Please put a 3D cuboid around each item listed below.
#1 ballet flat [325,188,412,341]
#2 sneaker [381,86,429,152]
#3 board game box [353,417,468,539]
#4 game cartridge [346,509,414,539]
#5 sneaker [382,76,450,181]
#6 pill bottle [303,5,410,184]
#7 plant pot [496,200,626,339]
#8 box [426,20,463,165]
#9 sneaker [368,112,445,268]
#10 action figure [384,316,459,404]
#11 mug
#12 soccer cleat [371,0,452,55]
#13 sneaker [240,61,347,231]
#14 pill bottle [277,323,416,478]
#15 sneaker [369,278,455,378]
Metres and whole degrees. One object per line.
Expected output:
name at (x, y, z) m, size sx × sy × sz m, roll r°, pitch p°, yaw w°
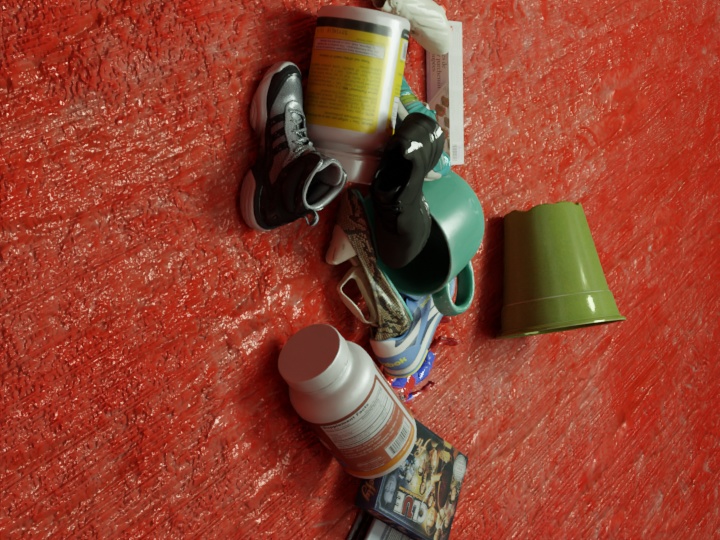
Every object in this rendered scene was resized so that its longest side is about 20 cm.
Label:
ballet flat at (0.000, 0.000, 1.594) m, size 0.075 × 0.068 × 0.201 m, roll -26°, pitch 105°, yaw -13°
sneaker at (0.088, -0.165, 1.703) m, size 0.200 × 0.074 × 0.100 m, roll 52°, pitch 53°, yaw -44°
board game box at (0.072, 0.281, 1.690) m, size 0.200 × 0.034 × 0.136 m, roll 40°, pitch 61°, yaw -49°
game cartridge at (0.041, 0.356, 1.711) m, size 0.201 × 0.041 × 0.134 m, roll -62°, pitch 142°, yaw -32°
sneaker at (0.052, -0.195, 1.595) m, size 0.079 × 0.077 × 0.201 m, roll -2°, pitch 61°, yaw -41°
pill bottle at (-0.010, -0.209, 1.518) m, size 0.114 × 0.114 × 0.202 m, roll 2°, pitch 98°, yaw -55°
plant pot at (0.292, -0.002, 1.942) m, size 0.200 × 0.199 × 0.191 m, roll 1°, pitch 79°, yaw -55°
box at (0.118, -0.247, 1.773) m, size 0.041 × 0.038 × 0.202 m, roll -12°, pitch 103°, yaw -56°
sneaker at (0.041, -0.086, 1.503) m, size 0.091 × 0.076 × 0.201 m, roll -40°, pitch 143°, yaw -50°
action figure at (0.074, 0.138, 1.734) m, size 0.200 × 0.051 × 0.066 m, roll -47°, pitch 133°, yaw -40°
mug at (0.085, -0.048, 1.643) m, size 0.114 × 0.151 × 0.186 m, roll -42°, pitch 141°, yaw -41°
soccer cleat at (0.053, -0.350, 1.654) m, size 0.200 × 0.069 × 0.078 m, roll 53°, pitch 56°, yaw -34°
sneaker at (-0.068, -0.142, 1.446) m, size 0.075 × 0.113 × 0.202 m, roll 20°, pitch 76°, yaw -54°
pill bottle at (-0.018, 0.158, 1.543) m, size 0.200 × 0.112 × 0.113 m, roll 56°, pitch 49°, yaw -41°
sneaker at (0.069, 0.040, 1.695) m, size 0.082 × 0.074 × 0.201 m, roll 46°, pitch 55°, yaw -44°
